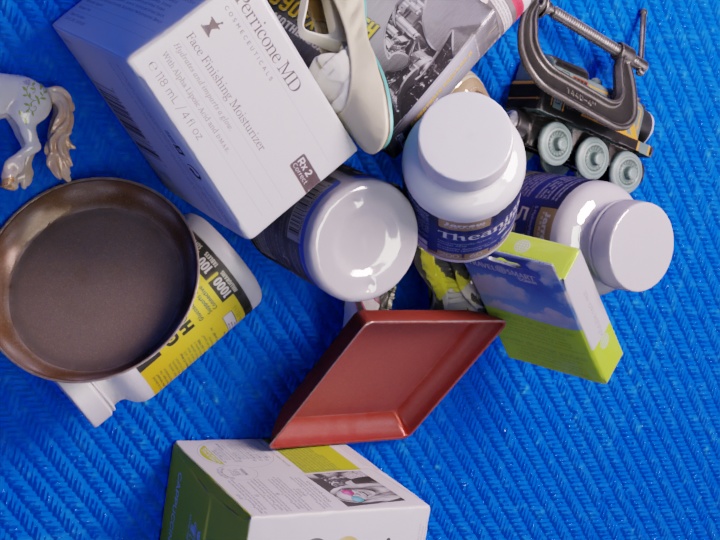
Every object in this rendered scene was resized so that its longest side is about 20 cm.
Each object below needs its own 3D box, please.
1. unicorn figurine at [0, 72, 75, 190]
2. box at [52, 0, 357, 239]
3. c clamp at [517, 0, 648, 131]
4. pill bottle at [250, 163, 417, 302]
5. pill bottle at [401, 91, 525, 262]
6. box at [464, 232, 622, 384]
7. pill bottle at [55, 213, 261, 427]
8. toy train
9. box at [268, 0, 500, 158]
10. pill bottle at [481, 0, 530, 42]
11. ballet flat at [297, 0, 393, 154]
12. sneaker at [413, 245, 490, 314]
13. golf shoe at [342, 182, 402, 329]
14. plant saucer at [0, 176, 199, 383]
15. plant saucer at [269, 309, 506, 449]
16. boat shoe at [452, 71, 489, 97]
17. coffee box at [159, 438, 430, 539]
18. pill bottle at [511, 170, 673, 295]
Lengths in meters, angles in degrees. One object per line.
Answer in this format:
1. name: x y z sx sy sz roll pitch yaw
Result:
1. unicorn figurine: -0.335 -0.148 1.297 0.200 0.074 0.138 14 89 -47
2. box: -0.138 -0.161 1.321 0.131 0.200 0.199 -41 122 -13
3. c clamp: 0.233 -0.230 1.575 0.200 0.027 0.172 18 61 -36
4. pill bottle: -0.041 -0.050 1.413 0.113 0.200 0.114 -9 109 -27
5. pill bottle: 0.093 -0.086 1.365 0.110 0.200 0.111 -1 74 2
6. box: 0.181 0.029 1.520 0.048 0.122 0.200 -56 140 -25
7. pill bottle: -0.198 0.049 1.405 0.200 0.112 0.113 -42 121 -13
8. toy train: 0.237 -0.154 1.617 0.199 0.085 0.114 17 87 -33
9. box: 0.004 -0.221 1.392 0.159 0.200 0.048 -50 158 -6
10. pill bottle: 0.064 -0.230 1.470 0.200 0.111 0.111 -47 122 -9
11. ballet flat: -0.021 -0.191 1.322 0.069 0.201 0.070 -8 152 -5
12. sneaker: 0.103 0.004 1.589 0.074 0.085 0.200 -3 136 10
13. golf shoe: 0.000 0.000 1.542 0.088 0.077 0.201 15 108 -1
14. plant saucer: -0.240 0.011 1.347 0.200 0.200 0.032 -42 159 -12
15. plant saucer: 0.022 0.103 1.535 0.199 0.037 0.200 1 138 -42
16. boat shoe: 0.121 -0.131 1.503 0.074 0.069 0.200 -46 157 -4
17. coffee box: -0.077 0.293 1.501 0.197 0.200 0.201 2 104 -30
18. pill bottle: 0.221 -0.037 1.562 0.119 0.200 0.120 -6 101 -34
